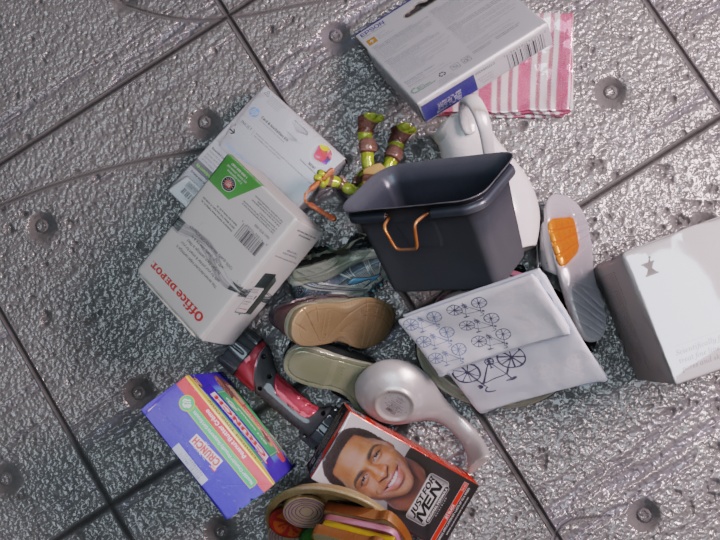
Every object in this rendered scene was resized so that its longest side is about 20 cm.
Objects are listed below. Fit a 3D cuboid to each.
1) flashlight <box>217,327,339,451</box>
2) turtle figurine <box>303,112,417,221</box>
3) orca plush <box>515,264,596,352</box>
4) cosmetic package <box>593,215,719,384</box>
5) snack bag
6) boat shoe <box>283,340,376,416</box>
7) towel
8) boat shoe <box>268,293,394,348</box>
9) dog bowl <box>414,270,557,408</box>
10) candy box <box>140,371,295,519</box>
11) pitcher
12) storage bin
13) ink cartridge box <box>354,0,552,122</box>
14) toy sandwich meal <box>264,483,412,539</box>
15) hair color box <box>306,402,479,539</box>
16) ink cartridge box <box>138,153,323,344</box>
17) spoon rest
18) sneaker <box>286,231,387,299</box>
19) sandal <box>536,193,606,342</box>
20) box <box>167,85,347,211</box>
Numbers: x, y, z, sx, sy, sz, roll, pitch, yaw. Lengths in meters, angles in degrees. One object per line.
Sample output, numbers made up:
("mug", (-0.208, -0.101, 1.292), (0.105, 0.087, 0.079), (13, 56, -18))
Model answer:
("flashlight", (-0.097, 0.161, 1.228), (0.200, 0.068, 0.068), (38, 49, 4))
("turtle figurine", (0.030, -0.122, 1.233), (0.199, 0.064, 0.162), (13, 77, -6))
("orca plush", (0.220, 0.053, 1.204), (0.200, 0.071, 0.105), (31, 88, 6))
("cosmetic package", (0.408, 0.035, 1.126), (0.165, 0.200, 0.165), (-21, 84, 3))
("snack bag", (0.174, 0.097, 1.109), (0.188, 0.021, 0.200), (-21, 123, 27))
("boat shoe", (-0.012, 0.138, 1.218), (0.199, 0.066, 0.075), (19, 109, -15))
("towel", (0.192, -0.284, 1.255), (0.199, 0.030, 0.147), (1, 85, 5))
("boat shoe", (-0.034, 0.061, 1.181), (0.065, 0.200, 0.072), (23, 105, 39))
("dog bowl", (0.173, 0.082, 1.160), (0.200, 0.200, 0.074), (9, 42, 5))
("candy box", (-0.173, 0.214, 1.159), (0.077, 0.200, 0.169), (-39, 84, 1))
("pitcher", (0.159, -0.116, 1.173), (0.121, 0.172, 0.200), (-18, 83, -3))
("storage bin", (0.096, -0.045, 1.099), (0.200, 0.146, 0.135), (-4, 120, 37))
("ink cartridge box", (0.118, -0.306, 1.213), (0.196, 0.043, 0.200), (-32, 46, -1))
("toy sandwich meal", (-0.031, 0.348, 1.154), (0.205, 0.205, 0.070), (13, 42, 6))
("hair color box", (0.041, 0.266, 1.182), (0.200, 0.061, 0.102), (30, 89, -10))
("ink cartridge box", (-0.169, -0.024, 1.180), (0.147, 0.083, 0.200), (44, 98, 24))
("spoon rest", (0.081, 0.185, 1.192), (0.200, 0.061, 0.099), (38, 115, -13))
("sneaker", (0.000, 0.000, 1.237), (0.200, 0.078, 0.087), (-15, 114, -5))
("sandal", (0.265, -0.001, 1.200), (0.079, 0.059, 0.207), (8, 66, -35))
("box", (-0.142, -0.130, 1.264), (0.156, 0.041, 0.200), (42, 91, 6))
